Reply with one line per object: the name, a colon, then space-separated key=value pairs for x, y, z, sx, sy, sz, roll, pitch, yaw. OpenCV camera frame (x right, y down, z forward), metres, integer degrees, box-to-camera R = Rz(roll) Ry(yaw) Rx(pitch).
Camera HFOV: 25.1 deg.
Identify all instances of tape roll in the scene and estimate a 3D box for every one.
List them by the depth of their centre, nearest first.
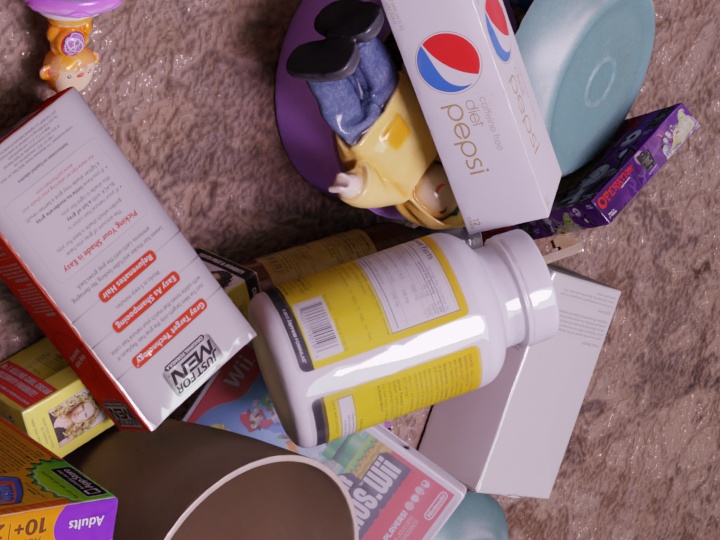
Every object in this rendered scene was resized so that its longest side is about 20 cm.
tape roll: x=0.031 y=-0.143 z=1.228 sx=0.199 sy=0.065 sz=0.201 roll=-19 pitch=119 yaw=-38

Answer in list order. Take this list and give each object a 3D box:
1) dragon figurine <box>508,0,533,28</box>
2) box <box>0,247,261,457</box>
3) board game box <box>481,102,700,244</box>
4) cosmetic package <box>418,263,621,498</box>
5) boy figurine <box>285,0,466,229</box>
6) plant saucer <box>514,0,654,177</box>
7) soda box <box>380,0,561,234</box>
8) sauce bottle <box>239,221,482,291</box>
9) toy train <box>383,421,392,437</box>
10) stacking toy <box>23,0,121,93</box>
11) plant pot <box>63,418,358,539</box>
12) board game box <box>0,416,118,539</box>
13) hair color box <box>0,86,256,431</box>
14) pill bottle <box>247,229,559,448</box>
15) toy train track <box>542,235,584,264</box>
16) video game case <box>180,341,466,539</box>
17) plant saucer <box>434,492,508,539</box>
dragon figurine: x=0.167 y=-0.207 z=1.289 sx=0.059 sy=0.099 sz=0.200 roll=-62 pitch=156 yaw=-9
box: x=-0.162 y=0.057 z=1.116 sx=0.199 sy=0.075 sz=0.050 roll=-32 pitch=125 yaw=-30
board game box: x=0.176 y=-0.073 z=1.312 sx=0.120 sy=0.200 sz=0.032 roll=-41 pitch=102 yaw=-23
cosmetic package: x=0.139 y=0.091 z=1.420 sx=0.107 sy=0.085 sz=0.201 roll=16 pitch=97 yaw=-46
boy figurine: x=0.019 y=-0.092 z=1.144 sx=0.125 sy=0.064 sz=0.200 roll=-56 pitch=135 yaw=-24
plant saucer: x=0.169 y=-0.148 z=1.225 sx=0.200 sy=0.036 sz=0.201 roll=-39 pitch=145 yaw=-34
soda box: x=0.077 y=-0.130 z=1.119 sx=0.068 sy=0.063 sz=0.201 roll=-65 pitch=137 yaw=-55
sauce bottle: x=0.000 y=0.000 z=1.228 sx=0.199 sy=0.066 sz=0.066 roll=-17 pitch=120 yaw=-21
toy train: x=0.000 y=0.118 z=1.284 sx=0.200 sy=0.055 sz=0.151 roll=-66 pitch=179 yaw=-61
stacking toy: x=-0.179 y=-0.195 z=0.985 sx=0.116 sy=0.110 sz=0.201 roll=-25 pitch=134 yaw=-38
plant pot: x=-0.136 y=0.178 z=1.100 sx=0.187 sy=0.199 sz=0.189 roll=-20 pitch=120 yaw=-39
board game box: x=-0.292 y=0.200 z=0.955 sx=0.199 sy=0.199 sz=0.201 roll=-3 pitch=109 yaw=-44
hair color box: x=-0.168 y=-0.005 z=1.033 sx=0.101 sy=0.061 sz=0.200 roll=-42 pitch=106 yaw=-26
pill bottle: x=0.031 y=0.040 z=1.118 sx=0.199 sy=0.112 sz=0.113 roll=-18 pitch=122 yaw=-11
toy train track: x=0.080 y=0.003 z=1.298 sx=0.199 sy=0.115 sz=0.033 roll=-19 pitch=87 yaw=1
video game case: x=-0.042 y=0.156 z=1.183 sx=0.143 sy=0.200 sz=0.017 roll=-55 pitch=177 yaw=16
plant saucer: x=0.064 y=0.288 z=1.429 sx=0.199 sy=0.036 sz=0.201 roll=-27 pitch=137 yaw=-28
